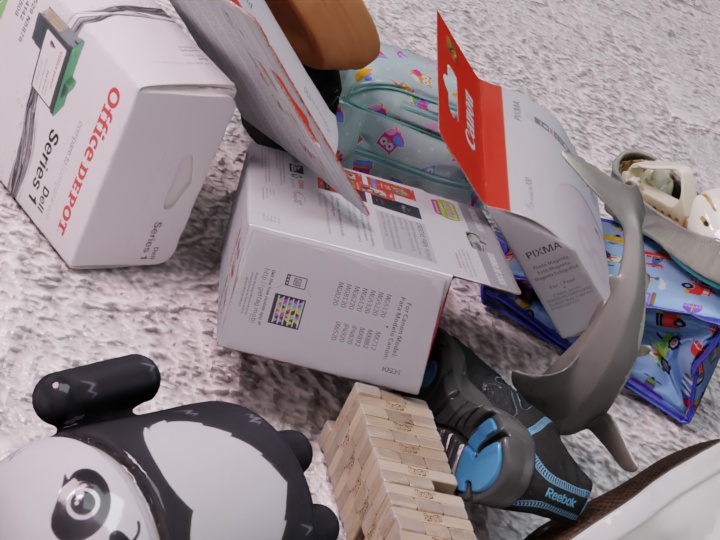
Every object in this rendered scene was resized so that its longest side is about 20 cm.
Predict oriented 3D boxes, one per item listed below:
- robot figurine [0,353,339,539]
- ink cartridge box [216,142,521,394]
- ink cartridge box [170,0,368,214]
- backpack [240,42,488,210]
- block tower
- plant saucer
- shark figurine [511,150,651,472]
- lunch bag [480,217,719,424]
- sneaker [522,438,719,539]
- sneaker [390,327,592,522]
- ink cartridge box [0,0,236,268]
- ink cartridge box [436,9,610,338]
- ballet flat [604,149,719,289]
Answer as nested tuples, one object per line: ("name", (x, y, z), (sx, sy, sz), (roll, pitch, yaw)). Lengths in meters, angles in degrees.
("robot figurine", (-0.100, 0.131, 0.925), (0.150, 0.126, 0.199), (35, 27, 33))
("ink cartridge box", (0.000, 0.000, 1.225), (0.174, 0.084, 0.200), (14, 16, -7))
("ink cartridge box", (-0.057, -0.139, 1.203), (0.200, 0.057, 0.163), (33, -21, 53))
("backpack", (0.021, -0.105, 1.443), (0.199, 0.127, 0.167), (16, 27, -21))
("block tower", (0.026, 0.146, 1.090), (0.054, 0.058, 0.200), (15, 28, -24))
("plant saucer", (-0.068, -0.211, 1.308), (0.200, 0.037, 0.200), (44, -10, 9))
("shark figurine", (0.137, 0.043, 1.202), (0.089, 0.216, 0.128), (0, 37, -24))
("lunch bag", (0.189, 0.012, 1.448), (0.199, 0.095, 0.151), (23, 29, 12))
("sneaker", (0.173, 0.175, 1.157), (0.199, 0.073, 0.085), (-21, 90, -35))
("sneaker", (0.076, 0.102, 1.182), (0.081, 0.074, 0.200), (24, 14, -24))
("ink cartridge box", (-0.187, -0.117, 1.258), (0.084, 0.147, 0.200), (-4, 39, -43))
("ink cartridge box", (0.117, -0.074, 1.333), (0.163, 0.057, 0.201), (-88, 155, -52))
("ballet flat", (0.249, -0.041, 1.415), (0.067, 0.064, 0.200), (-8, 25, -27))
